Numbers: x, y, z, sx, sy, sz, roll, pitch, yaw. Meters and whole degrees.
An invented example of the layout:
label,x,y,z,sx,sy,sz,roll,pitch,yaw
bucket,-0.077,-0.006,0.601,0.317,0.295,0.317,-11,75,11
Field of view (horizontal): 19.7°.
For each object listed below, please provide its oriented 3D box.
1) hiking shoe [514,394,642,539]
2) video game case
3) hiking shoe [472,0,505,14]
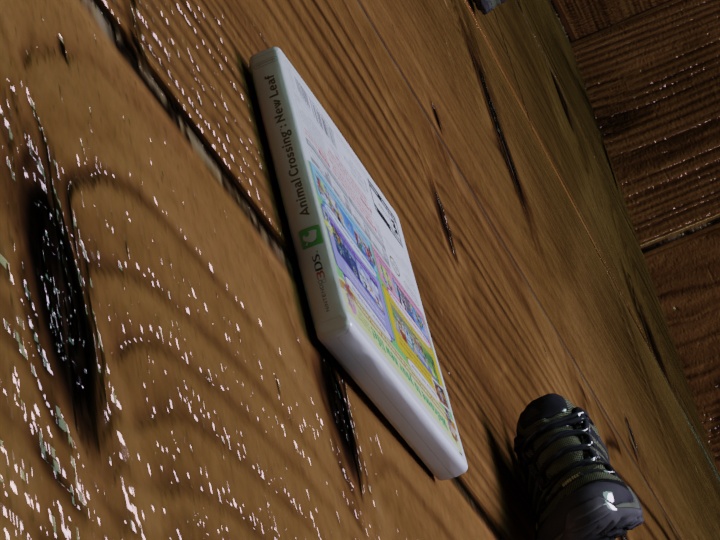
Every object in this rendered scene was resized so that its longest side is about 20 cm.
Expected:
label,x,y,z,sx,sy,sz,roll,pitch,yaw
hiking shoe,0.134,0.138,1.391,0.101,0.075,0.200,60,2,2
video game case,0.000,0.000,1.145,0.200,0.022,0.183,53,19,-56
hiking shoe,0.166,-0.384,2.472,0.201,0.100,0.076,-100,164,-48
